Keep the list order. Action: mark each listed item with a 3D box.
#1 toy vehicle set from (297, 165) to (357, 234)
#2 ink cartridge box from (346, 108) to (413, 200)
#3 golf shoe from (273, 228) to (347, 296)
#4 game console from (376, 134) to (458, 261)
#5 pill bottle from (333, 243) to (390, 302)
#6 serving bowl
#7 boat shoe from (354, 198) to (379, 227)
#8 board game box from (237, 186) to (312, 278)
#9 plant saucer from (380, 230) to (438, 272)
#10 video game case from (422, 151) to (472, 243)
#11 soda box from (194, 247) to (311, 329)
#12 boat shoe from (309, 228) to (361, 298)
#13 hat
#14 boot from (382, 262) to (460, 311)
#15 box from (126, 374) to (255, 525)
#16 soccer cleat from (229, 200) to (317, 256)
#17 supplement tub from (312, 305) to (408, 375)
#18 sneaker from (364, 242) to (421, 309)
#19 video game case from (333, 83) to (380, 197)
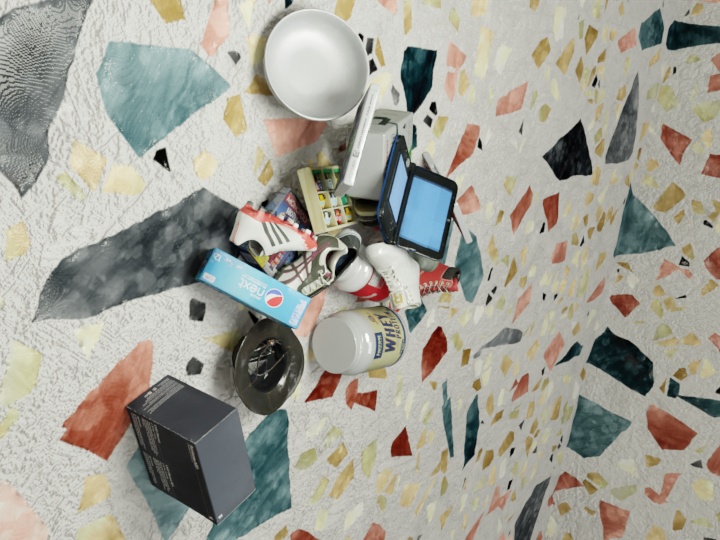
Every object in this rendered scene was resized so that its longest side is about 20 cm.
[{"bbox_3d":[-0.062,-0.142,1.592,0.200,0.026,0.125,-26,101,-72],"label":"toy vehicle set"},{"bbox_3d":[0.042,-0.245,1.696,0.200,0.083,0.147,-47,143,-58],"label":"ink cartridge box"},{"bbox_3d":[-0.104,0.013,1.547,0.201,0.088,0.077,-61,146,-13],"label":"golf shoe"},{"bbox_3d":[0.120,-0.148,1.647,0.171,0.118,0.201,68,33,-60],"label":"game console"},{"bbox_3d":[0.000,0.000,1.773,0.200,0.112,0.113,22,87,-55],"label":"pill bottle"},{"bbox_3d":[-0.086,-0.367,1.473,0.199,0.066,0.201,1,88,-22],"label":"serving bowl"},{"bbox_3d":[0.026,-0.125,1.728,0.201,0.071,0.066,-72,166,-72],"label":"boat shoe"},{"bbox_3d":[-0.141,-0.067,1.588,0.200,0.061,0.200,-58,143,-21],"label":"board game box"},{"bbox_3d":[0.095,-0.075,1.810,0.050,0.200,0.201,-33,133,-19],"label":"plant saucer"},{"bbox_3d":[0.208,-0.175,1.936,0.018,0.200,0.143,-25,138,4],"label":"video game case"},{"bbox_3d":[-0.194,0.034,1.460,0.199,0.068,0.064,30,79,-16],"label":"soda box"},{"bbox_3d":[-0.071,-0.002,1.640,0.068,0.057,0.200,30,119,-24],"label":"boat shoe"},{"bbox_3d":[-0.203,0.184,1.605,0.200,0.081,0.202,-15,108,-52],"label":"hat"},{"bbox_3d":[0.157,0.048,1.988,0.200,0.144,0.073,-47,140,-30],"label":"boot"},{"bbox_3d":[-0.298,0.317,1.439,0.104,0.182,0.201,-37,134,-40],"label":"box"},{"bbox_3d":[-0.156,-0.059,1.467,0.200,0.069,0.085,24,96,-53],"label":"soccer cleat"},{"bbox_3d":[0.000,0.157,1.817,0.200,0.145,0.146,-4,109,-54],"label":"supplement tub"},{"bbox_3d":[0.077,0.020,1.709,0.200,0.073,0.116,30,50,-54],"label":"sneaker"},{"bbox_3d":[-0.010,-0.233,1.487,0.200,0.023,0.183,175,-70,-83],"label":"video game case"}]
